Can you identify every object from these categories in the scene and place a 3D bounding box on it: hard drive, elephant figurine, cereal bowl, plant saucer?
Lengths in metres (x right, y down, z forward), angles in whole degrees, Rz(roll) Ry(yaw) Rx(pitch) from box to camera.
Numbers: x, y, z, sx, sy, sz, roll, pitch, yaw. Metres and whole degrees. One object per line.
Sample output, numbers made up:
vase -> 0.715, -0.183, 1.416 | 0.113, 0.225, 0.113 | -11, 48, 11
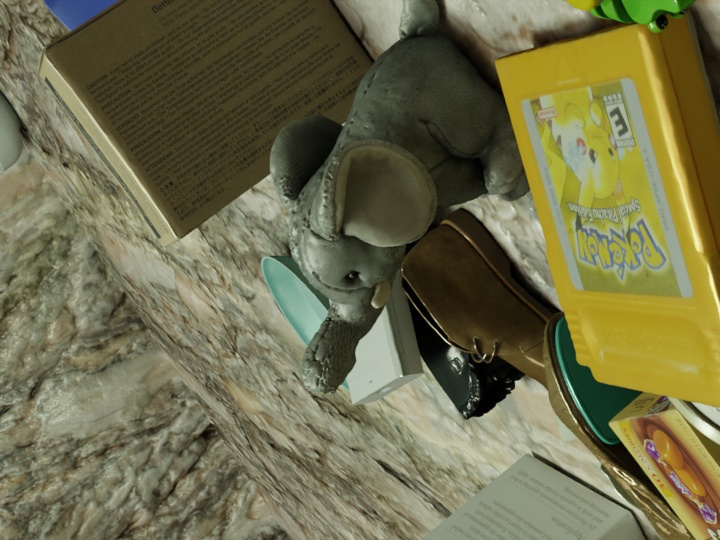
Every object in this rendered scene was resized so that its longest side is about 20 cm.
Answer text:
hard drive -> 0.000, 0.000, 1.175 | 0.132, 0.026, 0.200 | 139, 120, -67
elephant figurine -> 0.006, -0.047, 0.930 | 0.155, 0.200, 0.142 | 50, 165, 13
cereal bowl -> -0.708, -0.291, 2.755 | 0.200, 0.083, 0.200 | 49, 165, 18
plant saucer -> -0.036, 0.056, 1.610 | 0.200, 0.036, 0.200 | 47, 164, 19

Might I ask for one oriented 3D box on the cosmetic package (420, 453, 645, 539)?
cosmetic package -> 0.151, 0.305, 1.285 | 0.165, 0.200, 0.165 | 60, 164, -25

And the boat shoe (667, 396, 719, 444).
boat shoe -> 0.237, 0.072, 0.776 | 0.200, 0.075, 0.068 | 42, 142, 42

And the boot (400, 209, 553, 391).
boot -> 0.108, 0.052, 1.093 | 0.200, 0.075, 0.074 | 49, 163, 13

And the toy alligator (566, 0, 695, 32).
toy alligator -> 0.124, -0.134, 0.655 | 0.200, 0.059, 0.054 | 38, 159, 45

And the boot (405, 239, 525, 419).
boot -> 0.062, 0.055, 1.236 | 0.163, 0.073, 0.198 | 53, 159, 14

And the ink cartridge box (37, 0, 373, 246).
ink cartridge box -> -0.109, -0.141, 1.065 | 0.165, 0.200, 0.075 | 55, 164, -6

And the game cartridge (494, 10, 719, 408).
game cartridge -> 0.143, -0.029, 0.776 | 0.176, 0.032, 0.200 | -176, 70, -71

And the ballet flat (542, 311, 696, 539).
ballet flat -> 0.184, 0.120, 1.024 | 0.200, 0.068, 0.072 | 48, 148, 0

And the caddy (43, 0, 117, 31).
caddy -> -0.190, -0.227, 1.314 | 0.200, 0.105, 0.141 | 44, -173, 30

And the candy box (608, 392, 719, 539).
candy box -> 0.256, 0.157, 0.920 | 0.200, 0.056, 0.117 | 54, 165, 1
